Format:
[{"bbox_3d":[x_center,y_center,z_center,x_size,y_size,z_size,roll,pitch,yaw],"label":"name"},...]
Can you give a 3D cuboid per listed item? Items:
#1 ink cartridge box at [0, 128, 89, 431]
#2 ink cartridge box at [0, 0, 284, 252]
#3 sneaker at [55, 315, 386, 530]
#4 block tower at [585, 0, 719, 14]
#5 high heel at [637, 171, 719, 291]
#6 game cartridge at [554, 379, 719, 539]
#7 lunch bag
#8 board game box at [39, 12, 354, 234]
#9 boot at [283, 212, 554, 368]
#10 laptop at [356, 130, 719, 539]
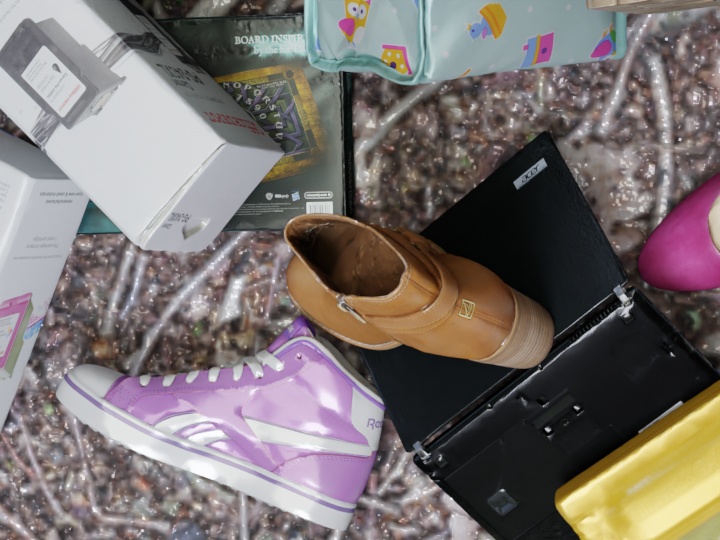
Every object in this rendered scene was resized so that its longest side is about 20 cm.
[{"bbox_3d":[-0.274,0.004,1.479,0.144,0.085,0.201,27,101,21],"label":"ink cartridge box"},{"bbox_3d":[-0.152,-0.109,1.399,0.200,0.145,0.083,44,99,8],"label":"ink cartridge box"},{"bbox_3d":[-0.081,0.071,1.463,0.200,0.073,0.115,20,95,2],"label":"sneaker"},{"bbox_3d":[0.169,-0.174,1.327,0.058,0.200,0.054,-5,93,21],"label":"block tower"},{"bbox_3d":[0.248,-0.037,1.365,0.199,0.096,0.068,-20,88,15],"label":"high heel"},{"bbox_3d":[0.240,0.162,1.385,0.176,0.032,0.200,-36,102,12],"label":"game cartridge"},{"bbox_3d":[0.058,-0.214,1.345,0.122,0.170,0.201,12,108,51],"label":"lunch bag"},{"bbox_3d":[-0.103,-0.091,1.478,0.199,0.028,0.136,0,92,13],"label":"board game box"},{"bbox_3d":[0.000,0.000,1.369,0.199,0.154,0.074,11,83,39],"label":"boot"},{"bbox_3d":[0.113,0.057,1.433,0.177,0.103,0.200,-39,109,21],"label":"laptop"}]
